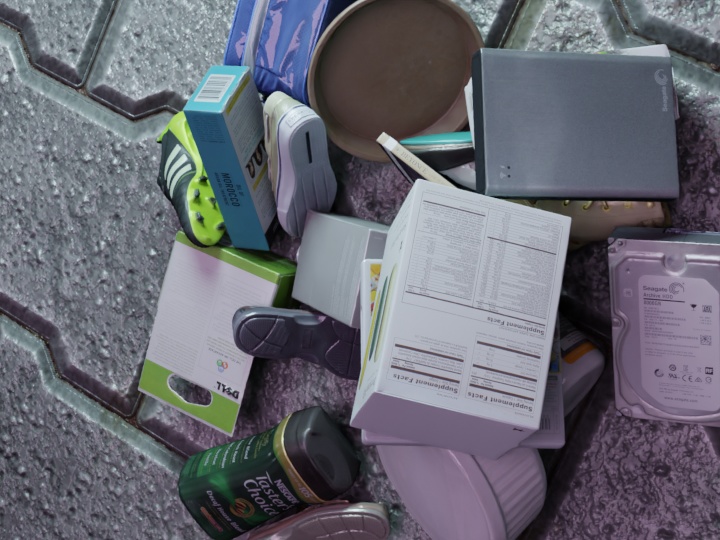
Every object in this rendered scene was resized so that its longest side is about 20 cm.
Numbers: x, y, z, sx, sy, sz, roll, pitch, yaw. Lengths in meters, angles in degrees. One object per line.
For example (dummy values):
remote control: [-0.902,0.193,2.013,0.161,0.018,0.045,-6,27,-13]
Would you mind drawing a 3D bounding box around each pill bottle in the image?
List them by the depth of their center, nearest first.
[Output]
pill bottle: [0.150,0.066,1.491,0.200,0.116,0.117,45,107,20]

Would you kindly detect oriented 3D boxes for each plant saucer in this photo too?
plant saucer: [0.039,-0.211,1.530,0.200,0.199,0.030,-49,29,16]

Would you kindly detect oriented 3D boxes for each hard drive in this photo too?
hard drive: [0.206,-0.137,1.360,0.198,0.033,0.141,0,83,-15]
hard drive: [0.319,0.058,1.413,0.139,0.038,0.202,5,114,24]

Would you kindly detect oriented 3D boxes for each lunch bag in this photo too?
lunch bag: [-0.070,-0.273,1.586,0.132,0.136,0.202,22,101,24]

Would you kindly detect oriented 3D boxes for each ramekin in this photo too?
ramekin: [0.108,0.200,1.474,0.094,0.203,0.203,-30,72,-22]

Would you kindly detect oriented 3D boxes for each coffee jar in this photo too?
coffee jar: [-0.102,0.229,1.605,0.199,0.086,0.105,-26,111,27]

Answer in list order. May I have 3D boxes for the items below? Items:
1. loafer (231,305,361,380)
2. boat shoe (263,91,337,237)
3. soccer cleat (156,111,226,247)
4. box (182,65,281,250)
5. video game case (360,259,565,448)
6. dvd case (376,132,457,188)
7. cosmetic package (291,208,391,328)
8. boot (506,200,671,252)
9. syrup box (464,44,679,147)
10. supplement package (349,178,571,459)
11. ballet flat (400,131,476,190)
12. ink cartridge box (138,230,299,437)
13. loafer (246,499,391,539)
loafer: [-0.046,0.071,1.577,0.198,0.063,0.072,12,106,-16]
boat shoe: [-0.070,-0.118,1.577,0.072,0.201,0.062,-26,57,-21]
soccer cleat: [-0.200,-0.098,1.662,0.081,0.067,0.201,-39,46,32]
box: [-0.133,-0.123,1.579,0.049,0.083,0.201,5,136,22]
video game case: [0.099,0.081,1.393,0.198,0.023,0.184,2,72,-7]
dvd case: [0.111,-0.063,1.493,0.200,0.149,0.016,39,89,20]
cosmetic package: [0.000,0.000,1.521,0.089,0.200,0.108,9,96,-19]
boot: [0.220,-0.080,1.420,0.154,0.200,0.073,-12,58,23]
syrup box: [0.212,-0.170,1.438,0.198,0.079,0.082,-8,83,-4]
supplement package: [0.090,0.049,1.308,0.149,0.152,0.202,13,71,-5]
ballet flat: [0.140,-0.124,1.519,0.198,0.068,0.069,-10,99,18]
ink cartridge box: [-0.163,0.069,1.660,0.147,0.076,0.202,23,104,23]
loafer: [-0.055,0.295,1.614,0.199,0.063,0.072,-22,114,20]
